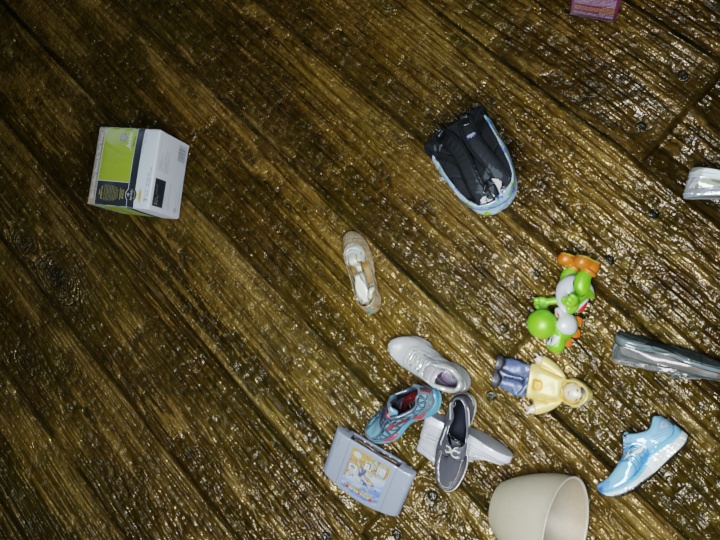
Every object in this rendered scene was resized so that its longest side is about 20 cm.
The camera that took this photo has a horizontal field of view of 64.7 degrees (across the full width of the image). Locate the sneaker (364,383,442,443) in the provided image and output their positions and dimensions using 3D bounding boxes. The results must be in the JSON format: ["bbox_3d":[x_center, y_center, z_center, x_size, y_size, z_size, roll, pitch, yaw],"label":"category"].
[{"bbox_3d":[0.074,0.299,1.224,0.199,0.095,0.080,-39,45,20],"label":"sneaker"}]

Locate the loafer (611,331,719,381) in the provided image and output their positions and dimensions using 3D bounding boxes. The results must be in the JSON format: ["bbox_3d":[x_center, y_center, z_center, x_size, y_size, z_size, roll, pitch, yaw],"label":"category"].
[{"bbox_3d":[0.595,0.179,1.111,0.197,0.072,0.064,18,110,25],"label":"loafer"}]

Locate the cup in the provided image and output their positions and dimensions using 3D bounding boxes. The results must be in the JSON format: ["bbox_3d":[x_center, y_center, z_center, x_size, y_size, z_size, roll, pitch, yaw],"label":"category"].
[{"bbox_3d":[0.335,0.483,1.105,0.142,0.198,0.205,4,85,44],"label":"cup"}]

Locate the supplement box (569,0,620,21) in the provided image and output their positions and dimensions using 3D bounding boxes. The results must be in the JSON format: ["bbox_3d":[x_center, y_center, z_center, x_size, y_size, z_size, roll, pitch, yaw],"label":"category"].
[{"bbox_3d":[0.494,-0.617,1.142,0.102,0.200,0.133,18,90,18],"label":"supplement box"}]

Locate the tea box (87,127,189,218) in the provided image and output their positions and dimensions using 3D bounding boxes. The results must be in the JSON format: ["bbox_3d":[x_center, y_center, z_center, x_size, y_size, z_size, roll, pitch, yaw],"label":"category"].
[{"bbox_3d":[-0.574,-0.251,1.477,0.193,0.133,0.204,8,87,17],"label":"tea box"}]

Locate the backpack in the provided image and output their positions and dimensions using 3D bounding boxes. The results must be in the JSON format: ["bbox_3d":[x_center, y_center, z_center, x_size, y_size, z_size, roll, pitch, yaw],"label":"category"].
[{"bbox_3d":[0.254,-0.218,1.220,0.162,0.154,0.202,-34,54,9],"label":"backpack"}]

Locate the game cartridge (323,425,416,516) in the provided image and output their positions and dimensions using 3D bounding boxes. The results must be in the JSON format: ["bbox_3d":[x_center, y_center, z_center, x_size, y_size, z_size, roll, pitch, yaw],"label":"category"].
[{"bbox_3d":[0.015,0.448,1.255,0.197,0.041,0.135,25,107,18],"label":"game cartridge"}]

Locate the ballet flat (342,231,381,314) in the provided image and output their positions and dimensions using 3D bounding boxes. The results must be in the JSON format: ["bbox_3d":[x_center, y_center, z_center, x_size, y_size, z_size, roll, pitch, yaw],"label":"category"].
[{"bbox_3d":[0.000,0.000,1.308,0.069,0.065,0.203,-23,78,14],"label":"ballet flat"}]

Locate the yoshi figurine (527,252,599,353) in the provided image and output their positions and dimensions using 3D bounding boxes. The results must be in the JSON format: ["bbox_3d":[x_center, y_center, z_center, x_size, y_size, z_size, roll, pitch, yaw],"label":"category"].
[{"bbox_3d":[0.403,0.064,1.160,0.111,0.112,0.204,19,93,34],"label":"yoshi figurine"}]

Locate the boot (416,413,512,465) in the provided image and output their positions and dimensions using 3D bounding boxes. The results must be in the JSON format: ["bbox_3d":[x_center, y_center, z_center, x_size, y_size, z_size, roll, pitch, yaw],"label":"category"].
[{"bbox_3d":[0.216,0.385,1.207,0.197,0.073,0.097,21,97,27],"label":"boot"}]

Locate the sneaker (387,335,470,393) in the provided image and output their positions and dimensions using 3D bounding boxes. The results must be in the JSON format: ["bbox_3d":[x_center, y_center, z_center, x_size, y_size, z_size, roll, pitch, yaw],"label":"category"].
[{"bbox_3d":[0.144,0.199,1.225,0.198,0.099,0.076,26,95,19],"label":"sneaker"}]

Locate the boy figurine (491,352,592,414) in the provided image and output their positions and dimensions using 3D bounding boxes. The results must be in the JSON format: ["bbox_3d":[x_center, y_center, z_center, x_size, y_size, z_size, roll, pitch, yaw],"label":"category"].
[{"bbox_3d":[0.372,0.239,1.169,0.197,0.064,0.127,16,87,21],"label":"boy figurine"}]

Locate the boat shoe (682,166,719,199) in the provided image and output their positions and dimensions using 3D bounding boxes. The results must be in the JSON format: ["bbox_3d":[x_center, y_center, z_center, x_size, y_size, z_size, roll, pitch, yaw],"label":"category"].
[{"bbox_3d":[0.733,-0.147,1.091,0.199,0.074,0.066,19,96,22],"label":"boat shoe"}]

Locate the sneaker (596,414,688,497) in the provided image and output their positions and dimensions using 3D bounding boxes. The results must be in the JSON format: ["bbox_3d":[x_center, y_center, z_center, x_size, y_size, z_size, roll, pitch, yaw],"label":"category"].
[{"bbox_3d":[0.536,0.363,1.112,0.200,0.078,0.090,-44,55,5],"label":"sneaker"}]

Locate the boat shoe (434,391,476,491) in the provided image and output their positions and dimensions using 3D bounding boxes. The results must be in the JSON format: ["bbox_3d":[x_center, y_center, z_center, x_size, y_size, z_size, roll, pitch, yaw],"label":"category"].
[{"bbox_3d":[0.185,0.347,1.150,0.072,0.062,0.204,12,87,27],"label":"boat shoe"}]
